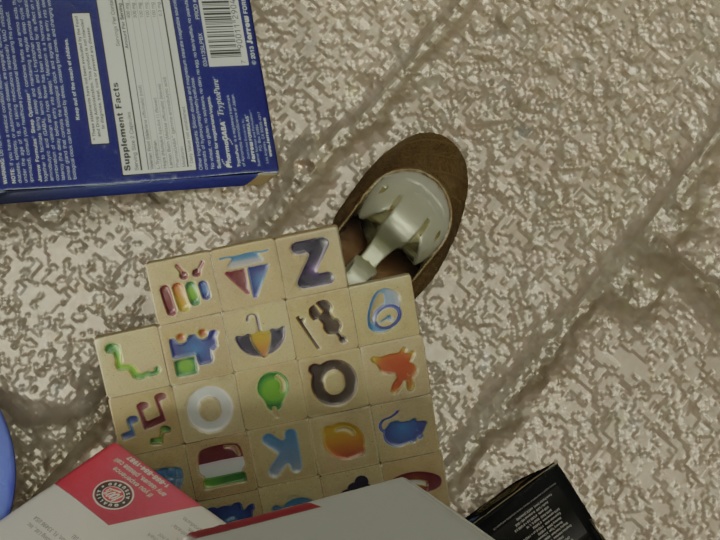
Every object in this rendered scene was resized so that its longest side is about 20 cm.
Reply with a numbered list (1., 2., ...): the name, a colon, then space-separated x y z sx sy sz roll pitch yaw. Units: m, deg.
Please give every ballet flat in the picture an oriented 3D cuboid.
1. ballet flat: 0.000 0.000 0.929 0.068 0.072 0.200 41 75 0

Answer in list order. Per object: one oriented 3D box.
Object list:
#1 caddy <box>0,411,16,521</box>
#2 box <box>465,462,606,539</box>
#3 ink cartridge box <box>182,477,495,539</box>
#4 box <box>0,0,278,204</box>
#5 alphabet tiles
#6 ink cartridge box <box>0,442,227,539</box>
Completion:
1. caddy: -0.271 0.105 0.841 0.198 0.105 0.142 -2 79 -11
2. box: 0.080 0.236 0.888 0.199 0.050 0.199 -31 88 -32
3. ink cartridge box: -0.026 0.206 0.736 0.083 0.145 0.201 32 114 34
4. box: -0.148 -0.101 0.918 0.199 0.032 0.122 -5 81 -28
5. alphabet tiles: -0.043 0.080 0.889 0.165 0.006 0.201 -12 109 -4
6. ink cartridge box: -0.142 0.191 0.784 0.200 0.085 0.145 -33 44 -32
